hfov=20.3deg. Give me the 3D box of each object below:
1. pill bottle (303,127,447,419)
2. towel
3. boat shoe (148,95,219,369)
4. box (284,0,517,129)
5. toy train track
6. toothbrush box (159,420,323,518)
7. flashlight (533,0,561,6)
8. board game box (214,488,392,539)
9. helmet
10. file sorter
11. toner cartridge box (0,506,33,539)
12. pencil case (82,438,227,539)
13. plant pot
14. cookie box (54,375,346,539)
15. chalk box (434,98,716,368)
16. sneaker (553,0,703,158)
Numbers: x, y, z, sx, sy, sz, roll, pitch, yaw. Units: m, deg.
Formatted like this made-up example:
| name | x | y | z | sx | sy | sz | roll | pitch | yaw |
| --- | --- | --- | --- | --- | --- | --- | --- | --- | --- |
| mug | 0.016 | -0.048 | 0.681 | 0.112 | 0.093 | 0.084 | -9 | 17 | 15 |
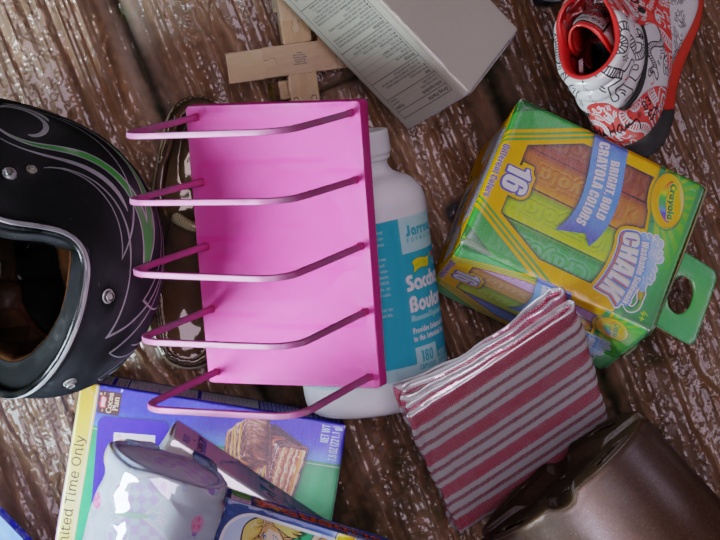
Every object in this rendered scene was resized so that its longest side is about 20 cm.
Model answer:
| name | x | y | z | sx | sy | sz | roll | pitch | yaw |
| --- | --- | --- | --- | --- | --- | --- | --- | --- | --- |
| pill bottle | 0.000 | 0.000 | 1.468 | 0.110 | 0.111 | 0.202 | -9 | 99 | -5 |
| towel | 0.107 | 0.104 | 1.465 | 0.146 | 0.201 | 0.030 | -31 | 54 | -6 |
| boat shoe | -0.129 | -0.029 | 1.488 | 0.074 | 0.075 | 0.205 | -1 | 88 | -5 |
| box | 0.009 | -0.209 | 1.474 | 0.200 | 0.095 | 0.078 | 46 | 60 | -13 |
| toy train track | -0.044 | -0.117 | 1.522 | 0.114 | 0.033 | 0.202 | -9 | 95 | -17 |
| toothbrush box | -0.089 | 0.224 | 1.404 | 0.199 | 0.085 | 0.147 | 33 | 91 | -6 |
| flashlight | 0.153 | -0.239 | 1.458 | 0.067 | 0.200 | 0.069 | 10 | 89 | -6 |
| board game box | -0.057 | 0.263 | 1.349 | 0.134 | 0.034 | 0.202 | 17 | 93 | -4 |
| helmet | -0.231 | -0.012 | 1.419 | 0.190 | 0.200 | 0.201 | 35 | 85 | -17 |
| file sorter | -0.076 | -0.008 | 1.370 | 0.138 | 0.125 | 0.202 | 1 | 101 | 25 |
| toner cartridge box | -0.330 | 0.178 | 1.479 | 0.095 | 0.043 | 0.200 | -45 | 92 | -6 |
| pencil case | -0.157 | 0.212 | 1.315 | 0.090 | 0.083 | 0.202 | 20 | 94 | 33 |
| plant pot | 0.203 | 0.223 | 1.446 | 0.200 | 0.200 | 0.199 | -38 | 93 | -5 |
| cookie box | -0.121 | 0.177 | 1.482 | 0.198 | 0.075 | 0.173 | 9 | 90 | -4 |
| chalk box | 0.170 | -0.015 | 1.478 | 0.198 | 0.124 | 0.125 | 24 | 71 | -3 |
| sneaker | 0.197 | -0.191 | 1.475 | 0.067 | 0.108 | 0.203 | -6 | 56 | 33 |
